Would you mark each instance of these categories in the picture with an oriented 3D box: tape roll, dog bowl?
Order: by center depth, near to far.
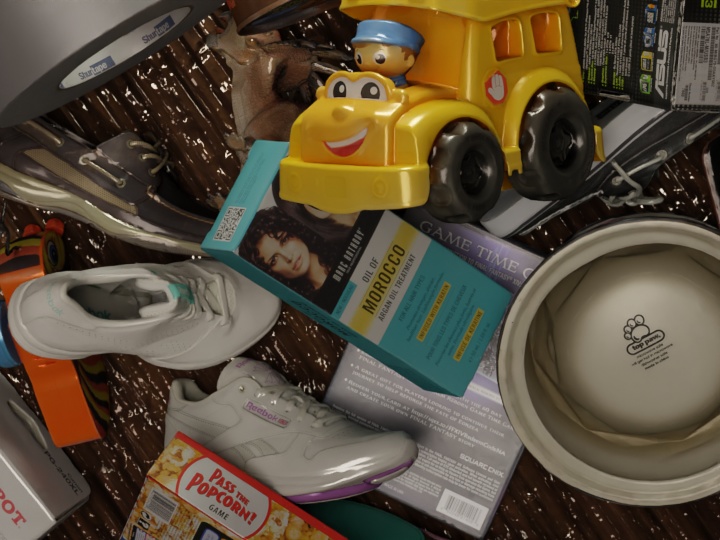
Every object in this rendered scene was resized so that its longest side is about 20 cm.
[{"bbox_3d":[-0.171,-0.173,1.489,0.200,0.200,0.066,-33,90,13],"label":"tape roll"},{"bbox_3d":[0.190,0.051,1.494,0.199,0.074,0.201,2,109,5],"label":"dog bowl"}]

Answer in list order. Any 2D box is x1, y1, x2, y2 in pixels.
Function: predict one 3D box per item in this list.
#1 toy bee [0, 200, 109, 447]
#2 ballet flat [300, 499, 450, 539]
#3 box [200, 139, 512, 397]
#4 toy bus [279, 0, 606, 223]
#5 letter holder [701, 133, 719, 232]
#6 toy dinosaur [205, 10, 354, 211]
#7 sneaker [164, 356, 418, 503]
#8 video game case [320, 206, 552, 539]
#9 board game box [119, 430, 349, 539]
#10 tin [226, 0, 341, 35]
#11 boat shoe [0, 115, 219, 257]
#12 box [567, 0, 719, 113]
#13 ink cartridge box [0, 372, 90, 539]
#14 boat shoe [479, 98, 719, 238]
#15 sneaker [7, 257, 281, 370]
[{"bbox_3d":[-0.214,0.017,1.584,0.130,0.109,0.201,5,123,3],"label":"toy bee"},{"bbox_3d":[0.046,0.215,1.568,0.199,0.069,0.071,11,130,14],"label":"ballet flat"},{"bbox_3d":[0.000,0.000,1.475,0.200,0.049,0.083,33,78,-28],"label":"box"},{"bbox_3d":[0.048,-0.132,1.384,0.135,0.200,0.193,8,107,41],"label":"toy bus"},{"bbox_3d":[0.317,-0.099,1.408,0.199,0.101,0.143,-17,93,-21],"label":"letter holder"},{"bbox_3d":[-0.033,-0.082,1.540,0.200,0.136,0.086,50,147,-19],"label":"toy dinosaur"},{"bbox_3d":[-0.055,0.109,1.550,0.199,0.075,0.100,-3,90,28],"label":"sneaker"},{"bbox_3d":[0.060,0.067,1.567,0.142,0.019,0.201,25,100,7],"label":"video game case"},{"bbox_3d":[-0.069,0.215,1.551,0.200,0.046,0.152,33,141,3],"label":"board game box"},{"bbox_3d":[0.006,-0.207,1.483,0.199,0.112,0.042,-22,93,-3],"label":"tin"},{"bbox_3d":[-0.165,-0.062,1.566,0.199,0.074,0.074,18,95,3],"label":"boat shoe"},{"bbox_3d":[0.165,-0.209,1.432,0.047,0.193,0.201,0,100,-27],"label":"box"},{"bbox_3d":[-0.316,0.172,1.620,0.200,0.083,0.145,-40,88,13],"label":"ink cartridge box"},{"bbox_3d":[0.172,-0.075,1.502,0.199,0.074,0.068,-39,106,2],"label":"boat shoe"},{"bbox_3d":[-0.129,0.024,1.514,0.088,0.199,0.076,-27,71,54],"label":"sneaker"}]
